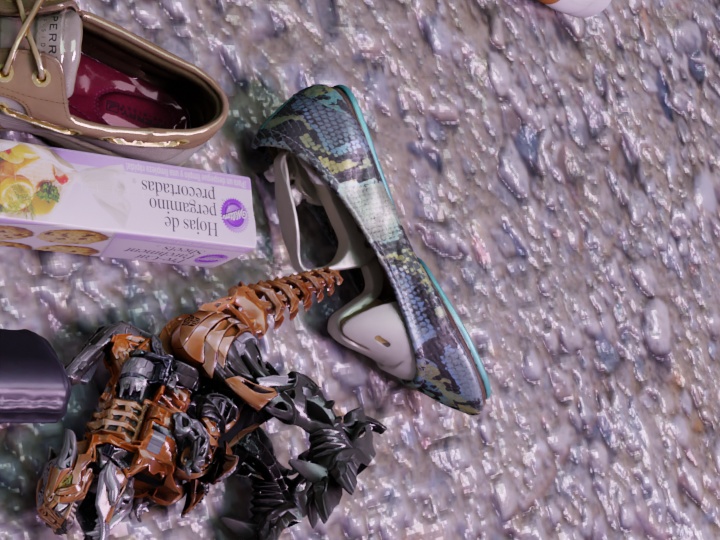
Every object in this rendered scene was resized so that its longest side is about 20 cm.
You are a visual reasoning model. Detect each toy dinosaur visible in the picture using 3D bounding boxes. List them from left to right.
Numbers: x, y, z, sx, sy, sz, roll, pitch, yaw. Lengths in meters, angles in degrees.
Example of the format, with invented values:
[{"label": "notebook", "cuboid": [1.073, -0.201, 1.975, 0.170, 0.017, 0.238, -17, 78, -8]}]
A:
[{"label": "toy dinosaur", "cuboid": [-0.063, 0.062, 0.735, 0.136, 0.102, 0.200, 43, 70, -2]}]

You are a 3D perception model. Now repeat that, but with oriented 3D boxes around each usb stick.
[{"label": "usb stick", "cuboid": [-0.209, 0.042, 0.629, 0.199, 0.033, 0.055, 5, 28, -43]}]

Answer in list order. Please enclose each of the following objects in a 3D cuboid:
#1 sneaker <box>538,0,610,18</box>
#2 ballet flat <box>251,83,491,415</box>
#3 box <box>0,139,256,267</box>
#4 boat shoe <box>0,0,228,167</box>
[{"label": "sneaker", "cuboid": [0.125, -0.275, 1.041, 0.084, 0.072, 0.202, 5, 73, -45]}, {"label": "ballet flat", "cuboid": [0.000, 0.000, 0.842, 0.074, 0.074, 0.201, -31, 96, -45]}, {"label": "box", "cuboid": [-0.138, -0.032, 0.728, 0.199, 0.041, 0.039, 7, 72, -43]}, {"label": "boat shoe", "cuboid": [-0.149, -0.099, 0.722, 0.199, 0.066, 0.075, 14, 66, -40]}]
